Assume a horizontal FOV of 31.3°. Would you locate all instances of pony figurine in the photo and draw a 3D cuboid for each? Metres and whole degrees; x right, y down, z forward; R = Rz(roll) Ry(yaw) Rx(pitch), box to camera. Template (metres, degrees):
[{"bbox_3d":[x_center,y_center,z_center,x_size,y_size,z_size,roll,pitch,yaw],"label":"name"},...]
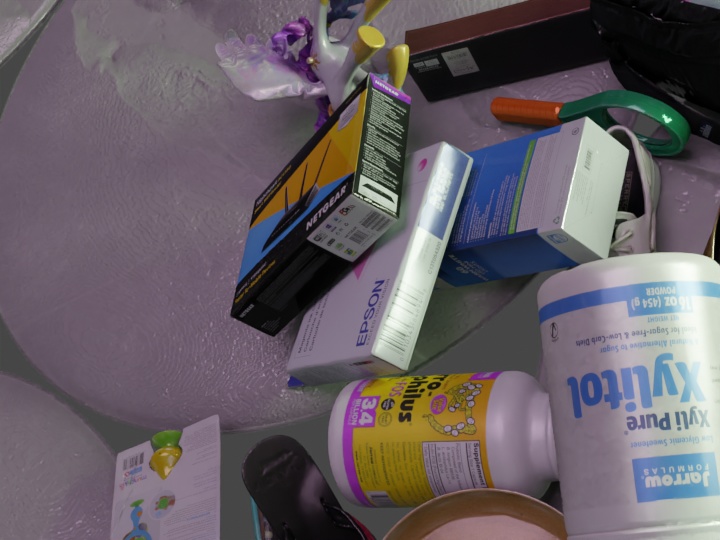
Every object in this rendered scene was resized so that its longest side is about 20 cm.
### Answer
[{"bbox_3d":[-0.028,-0.191,1.205,0.166,0.200,0.193,-9,53,-26],"label":"pony figurine"}]

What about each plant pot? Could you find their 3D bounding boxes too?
[{"bbox_3d":[0.094,0.260,0.936,0.200,0.027,0.200,-3,79,15],"label":"plant pot"}]

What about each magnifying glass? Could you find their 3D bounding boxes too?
[{"bbox_3d":[0.196,-0.133,1.121,0.200,0.080,0.022,16,73,46],"label":"magnifying glass"}]

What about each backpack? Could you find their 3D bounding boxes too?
[{"bbox_3d":[0.292,-0.199,1.061,0.127,0.167,0.200,-42,46,-20],"label":"backpack"}]

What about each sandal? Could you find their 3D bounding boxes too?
[{"bbox_3d":[-0.023,0.216,0.987,0.075,0.045,0.200,-36,86,-15],"label":"sandal"}]

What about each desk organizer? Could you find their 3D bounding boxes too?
[{"bbox_3d":[0.143,-0.230,1.201,0.200,0.072,0.077,-11,56,23],"label":"desk organizer"}]

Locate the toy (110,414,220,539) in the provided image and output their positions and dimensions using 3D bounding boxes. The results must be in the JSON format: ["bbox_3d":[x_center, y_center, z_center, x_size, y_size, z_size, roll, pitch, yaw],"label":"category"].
[{"bbox_3d":[-0.160,0.234,1.113,0.115,0.047,0.200,-22,51,20],"label":"toy"}]

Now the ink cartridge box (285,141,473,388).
[{"bbox_3d":[0.000,0.000,1.105,0.200,0.043,0.197,-15,52,56],"label":"ink cartridge box"}]

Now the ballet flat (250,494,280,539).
[{"bbox_3d":[-0.051,0.258,1.036,0.074,0.074,0.200,-19,57,19],"label":"ballet flat"}]

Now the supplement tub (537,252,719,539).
[{"bbox_3d":[0.196,0.097,0.877,0.132,0.132,0.200,-12,75,23],"label":"supplement tub"}]

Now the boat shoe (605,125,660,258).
[{"bbox_3d":[0.210,-0.026,1.046,0.072,0.066,0.200,0,63,28],"label":"boat shoe"}]

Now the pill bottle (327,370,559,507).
[{"bbox_3d":[0.083,0.132,1.001,0.200,0.104,0.104,-6,60,26],"label":"pill bottle"}]

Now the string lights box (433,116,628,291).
[{"bbox_3d":[0.120,-0.051,1.071,0.200,0.059,0.103,-12,55,50],"label":"string lights box"}]

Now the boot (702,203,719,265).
[{"bbox_3d":[0.265,0.036,0.948,0.073,0.075,0.200,6,69,27],"label":"boot"}]

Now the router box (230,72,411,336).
[{"bbox_3d":[-0.035,-0.054,1.117,0.200,0.051,0.149,-43,28,41],"label":"router box"}]
